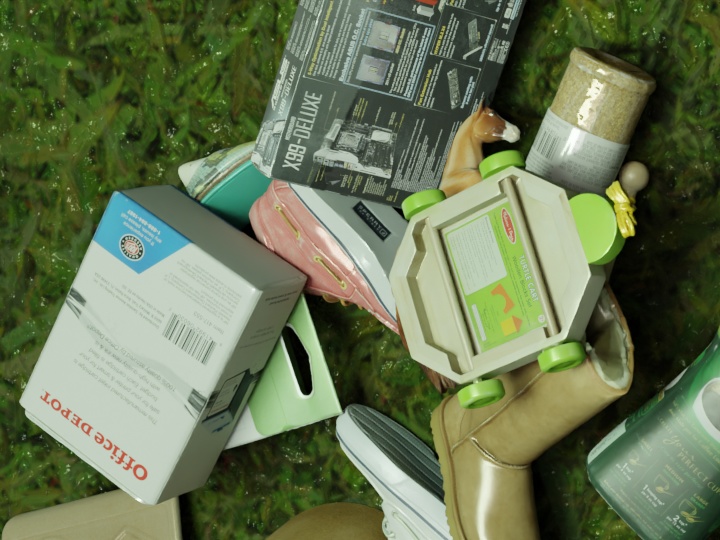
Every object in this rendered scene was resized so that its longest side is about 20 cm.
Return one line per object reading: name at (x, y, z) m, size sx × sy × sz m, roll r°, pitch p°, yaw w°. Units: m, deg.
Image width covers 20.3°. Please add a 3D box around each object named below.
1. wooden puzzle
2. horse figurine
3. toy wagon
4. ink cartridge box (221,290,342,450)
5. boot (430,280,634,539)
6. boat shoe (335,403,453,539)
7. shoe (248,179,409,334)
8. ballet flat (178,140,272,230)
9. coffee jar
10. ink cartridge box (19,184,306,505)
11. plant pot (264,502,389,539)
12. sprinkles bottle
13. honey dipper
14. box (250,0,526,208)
wooden puzzle at (-0.214, 0.286, 1.681) m, size 0.185 × 0.046 × 0.201 m, roll -16°, pitch 66°, yaw 27°
horse figurine at (0.074, -0.012, 1.460) m, size 0.133 × 0.050 × 0.200 m, roll 42°, pitch 112°, yaw 38°
toy wagon at (0.110, -0.002, 1.379) m, size 0.200 × 0.040 × 0.156 m, roll -26°, pitch 71°, yaw 31°
ink cartridge box at (-0.102, 0.088, 1.614) m, size 0.199 × 0.059 × 0.104 m, roll -19°, pitch 87°, yaw 27°
boot at (0.129, 0.122, 1.441) m, size 0.200 × 0.066 × 0.176 m, roll -46°, pitch 56°, yaw 47°
boat shoe at (0.046, 0.190, 1.544) m, size 0.200 × 0.073 × 0.067 m, roll 43°, pitch 111°, yaw 16°
shoe at (0.000, 0.000, 1.557) m, size 0.200 × 0.071 × 0.091 m, roll 49°, pitch 136°, yaw 2°
ballet flat at (-0.132, -0.041, 1.621) m, size 0.200 × 0.069 × 0.071 m, roll -55°, pitch 47°, yaw 20°
coffee jar at (0.260, 0.104, 1.423) m, size 0.104 × 0.085 × 0.200 m, roll 47°, pitch 113°, yaw 10°
ink cartridge box at (-0.154, 0.056, 1.554) m, size 0.146 × 0.086 × 0.200 m, roll 34°, pitch 112°, yaw 19°
plant pot at (-0.051, 0.287, 1.533) m, size 0.186 × 0.200 × 0.187 m, roll 3°, pitch 96°, yaw 27°
sprinkles bottle at (0.148, -0.060, 1.472) m, size 0.068 × 0.068 × 0.201 m, roll 28°, pitch 107°, yaw 21°
honey dipper at (0.176, 0.016, 1.488) m, size 0.038 × 0.038 × 0.201 m, roll 22°, pitch 100°, yaw 23°
box at (0.023, -0.149, 1.480) m, size 0.050 × 0.157 × 0.201 m, roll 45°, pitch 121°, yaw 62°
